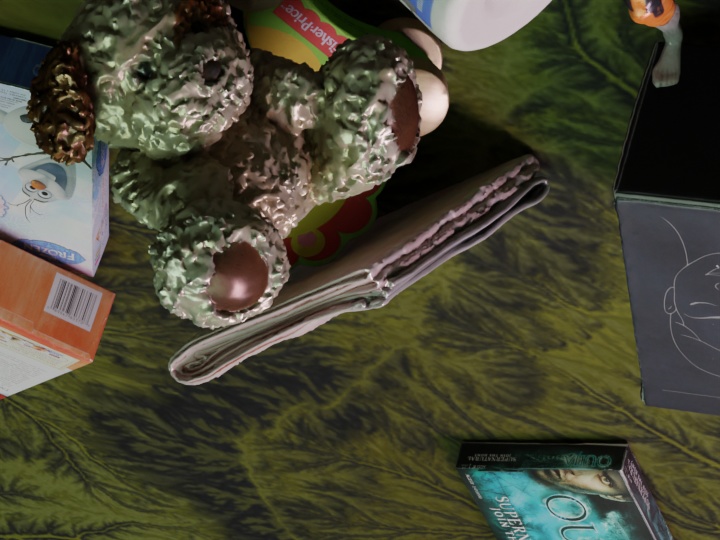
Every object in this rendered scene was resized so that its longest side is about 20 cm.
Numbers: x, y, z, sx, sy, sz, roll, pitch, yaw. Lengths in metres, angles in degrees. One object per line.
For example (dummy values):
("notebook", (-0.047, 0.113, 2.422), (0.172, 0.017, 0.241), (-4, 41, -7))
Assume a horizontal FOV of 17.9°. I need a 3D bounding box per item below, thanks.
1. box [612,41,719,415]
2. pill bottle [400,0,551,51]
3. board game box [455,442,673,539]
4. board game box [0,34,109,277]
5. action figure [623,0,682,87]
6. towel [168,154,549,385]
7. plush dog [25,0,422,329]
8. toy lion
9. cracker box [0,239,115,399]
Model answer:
("box", (0.256, -0.013, 1.285), (0.198, 0.125, 0.197), (7, 142, 18))
("pill bottle", (0.017, -0.211, 1.107), (0.200, 0.113, 0.114), (45, 150, 18))
("board game box", (0.168, 0.198, 1.751), (0.134, 0.028, 0.201), (-2, 141, 26))
("board game box", (-0.266, -0.088, 1.522), (0.198, 0.044, 0.200), (15, 146, 3))
("action figure", (0.105, -0.207, 1.191), (0.199, 0.105, 0.194), (32, 144, 24))
("towel", (0.000, 0.000, 1.414), (0.190, 0.200, 0.032), (-23, 97, 42))
("plush dog", (-0.090, -0.087, 1.234), (0.160, 0.200, 0.172), (3, 132, 55))
("toy lion", (-0.057, -0.095, 1.341), (0.200, 0.069, 0.191), (38, 114, -27))
("cracker box", (-0.278, 0.030, 1.638), (0.133, 0.058, 0.200), (26, 157, -23))
